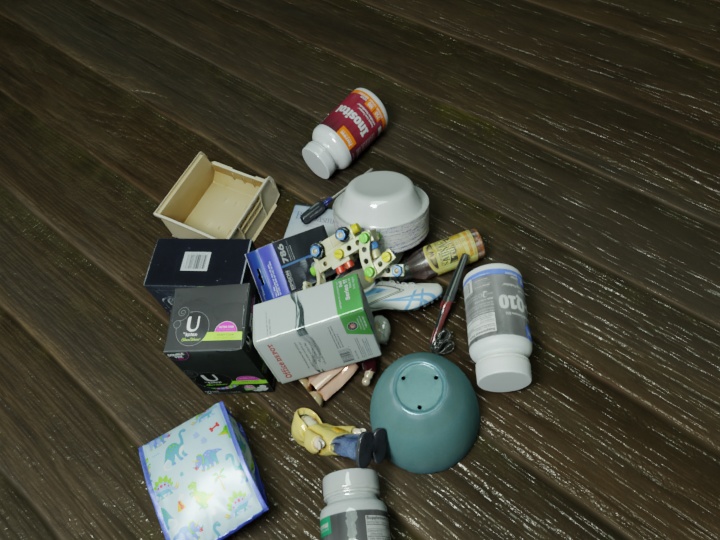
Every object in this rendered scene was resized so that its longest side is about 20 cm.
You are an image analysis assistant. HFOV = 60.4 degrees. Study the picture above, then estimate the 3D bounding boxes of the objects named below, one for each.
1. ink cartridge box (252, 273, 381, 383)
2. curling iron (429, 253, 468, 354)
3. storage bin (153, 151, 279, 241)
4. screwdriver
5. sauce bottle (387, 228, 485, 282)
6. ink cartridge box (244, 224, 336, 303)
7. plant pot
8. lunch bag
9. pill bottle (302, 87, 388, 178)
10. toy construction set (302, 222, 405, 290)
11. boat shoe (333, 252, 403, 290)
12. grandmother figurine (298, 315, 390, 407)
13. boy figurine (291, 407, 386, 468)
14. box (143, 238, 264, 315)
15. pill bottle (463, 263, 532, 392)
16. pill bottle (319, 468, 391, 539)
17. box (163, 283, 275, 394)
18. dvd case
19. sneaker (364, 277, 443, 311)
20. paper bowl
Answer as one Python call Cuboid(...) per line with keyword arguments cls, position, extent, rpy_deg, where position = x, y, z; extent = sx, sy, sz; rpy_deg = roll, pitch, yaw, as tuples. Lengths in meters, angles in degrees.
Cuboid(cls="ink cartridge box", position=(-0.075, 0.105, 1.084), extent=(0.194, 0.148, 0.085), rpy_deg=(-16, 49, 4))
Cuboid(cls="curling iron", position=(0.173, 0.064, 1.167), extent=(0.048, 0.026, 0.205), rpy_deg=(8, 72, 32))
Cuboid(cls="storage bin", position=(-0.308, -0.144, 1.364), extent=(0.196, 0.094, 0.202), rpy_deg=(20, 65, 21))
Cuboid(cls="screwdriver", position=(-0.052, -0.169, 1.344), extent=(0.199, 0.028, 0.029), rpy_deg=(-43, 90, -12))
Cuboid(cls="sauce bottle", position=(0.148, -0.020, 1.222), extent=(0.195, 0.067, 0.067), rpy_deg=(-23, 58, -3))
Cuboid(cls="ink cartridge box", position=(-0.123, -0.015, 1.174), extent=(0.039, 0.102, 0.198), rpy_deg=(-17, 6, 40))
Cuboid(cls="plant pot", position=(0.105, 0.222, 1.045), extent=(0.193, 0.136, 0.205), rpy_deg=(-4, 59, 7))
Cuboid(cls="lunch bag", position=(-0.257, 0.358, 1.039), extent=(0.167, 0.129, 0.201), rpy_deg=(-29, 49, -8))
Cuboid(cls="pill bottle", position=(-0.036, -0.306, 1.396), extent=(0.112, 0.114, 0.201), rpy_deg=(33, 71, 26))
Cuboid(cls="toy construction set", position=(-0.026, -0.008, 1.136), extent=(0.196, 0.092, 0.134), rpy_deg=(-28, 85, 8))
Cuboid(cls="boat shoe", position=(0.000, 0.000, 1.235), extent=(0.199, 0.072, 0.062), rpy_deg=(-41, 42, -17))
Cuboid(cls="grandmother figurine", position=(-0.018, 0.163, 1.150), extent=(0.199, 0.061, 0.121), rpy_deg=(-43, 71, -12))
Cuboid(cls="boy figurine", position=(-0.043, 0.283, 1.057), extent=(0.197, 0.122, 0.067), rpy_deg=(4, 91, 46))
Cuboid(cls="box", position=(-0.283, 0.032, 1.203), extent=(0.193, 0.184, 0.107), rpy_deg=(1, 60, 12))
Cuboid(cls="pill bottle", position=(0.245, 0.102, 1.101), extent=(0.110, 0.115, 0.205), rpy_deg=(-5, 59, 8))
Cuboid(cls="pill bottle", position=(-0.006, 0.424, 0.959), extent=(0.110, 0.114, 0.205), rpy_deg=(-10, 58, 4))
Cuboid(cls="box", position=(-0.244, 0.130, 1.126), extent=(0.144, 0.202, 0.127), rpy_deg=(-4, 58, 8))
Cuboid(cls="dvd case", position=(-0.102, -0.049, 1.313), extent=(0.138, 0.018, 0.205), rpy_deg=(7, 61, 16))
Cuboid(cls="sneaker", position=(0.063, 0.042, 1.178), extent=(0.193, 0.072, 0.075), rpy_deg=(-7, 96, -6))
Cuboid(cls="paper bowl", position=(0.041, -0.125, 1.238), extent=(0.194, 0.107, 0.203), rpy_deg=(-3, 34, 2))
